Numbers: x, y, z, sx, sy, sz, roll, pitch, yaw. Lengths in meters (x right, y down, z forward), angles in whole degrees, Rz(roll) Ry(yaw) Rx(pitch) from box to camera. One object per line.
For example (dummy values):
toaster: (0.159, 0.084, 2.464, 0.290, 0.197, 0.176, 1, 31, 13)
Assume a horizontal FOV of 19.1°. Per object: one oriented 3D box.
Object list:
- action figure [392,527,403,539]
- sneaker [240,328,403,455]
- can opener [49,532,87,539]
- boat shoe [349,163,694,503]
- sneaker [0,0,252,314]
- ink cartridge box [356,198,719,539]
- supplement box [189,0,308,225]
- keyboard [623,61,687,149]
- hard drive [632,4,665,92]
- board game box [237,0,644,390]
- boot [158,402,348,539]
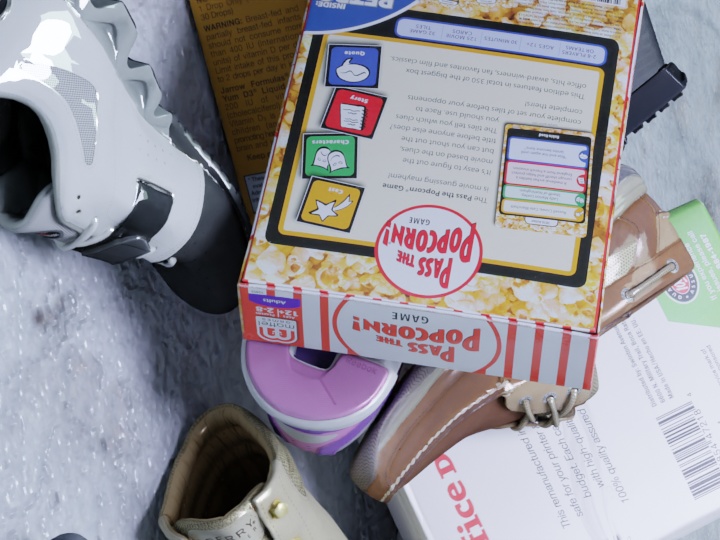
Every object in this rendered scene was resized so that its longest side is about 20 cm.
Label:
action figure: (0.081, 0.092, 1.128, 0.193, 0.104, 0.201, -43, 116, -19)
sneaker: (0.000, 0.000, 0.977, 0.089, 0.080, 0.201, 93, 17, -58)
can opener: (-0.053, 0.181, 0.835, 0.200, 0.067, 0.053, 46, 55, -8)
boat shoe: (0.078, 0.038, 0.987, 0.072, 0.200, 0.076, 45, -13, 3)
sneaker: (-0.113, -0.036, 0.881, 0.089, 0.074, 0.200, -57, 136, -27)
ink cartridge box: (0.106, 0.076, 1.062, 0.146, 0.199, 0.084, 64, -12, 9)
supplement box: (-0.029, -0.089, 1.041, 0.067, 0.068, 0.201, -37, 113, -60)
keyboard: (0.077, -0.030, 1.035, 0.021, 0.200, 0.127, 50, 14, 1)
hard drive: (0.115, -0.176, 1.244, 0.200, 0.042, 0.136, -127, -166, -66)
board game box: (0.039, -0.055, 0.930, 0.046, 0.150, 0.201, 89, 11, -57)
boot: (-0.025, 0.165, 0.929, 0.201, 0.072, 0.156, -98, 161, -54)
